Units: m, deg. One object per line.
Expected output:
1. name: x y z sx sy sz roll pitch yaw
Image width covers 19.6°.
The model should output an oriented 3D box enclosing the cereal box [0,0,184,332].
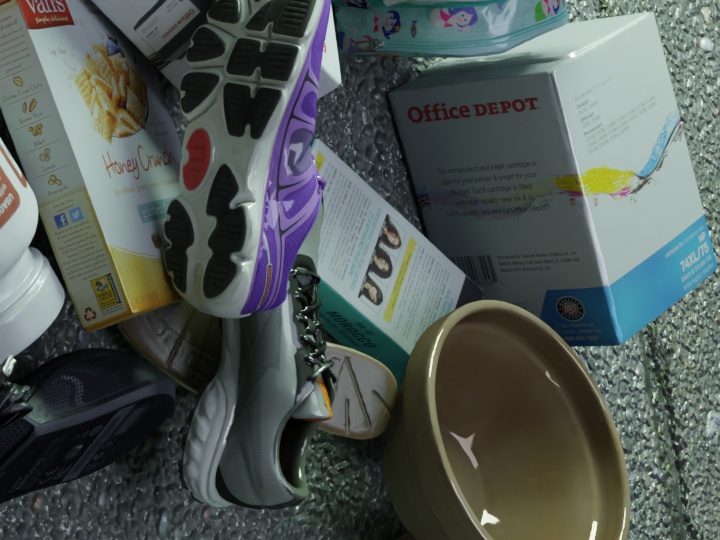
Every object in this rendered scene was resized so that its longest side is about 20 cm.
1. cereal box: -0.146 -0.073 1.174 0.200 0.039 0.144 70 20 -2

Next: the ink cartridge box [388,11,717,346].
1. ink cartridge box: 0.139 -0.064 1.486 0.146 0.147 0.200 -32 112 -45

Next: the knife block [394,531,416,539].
1. knife block: 0.067 0.200 1.447 0.200 0.064 0.176 40 58 -40

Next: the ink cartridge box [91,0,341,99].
1. ink cartridge box: -0.102 -0.194 1.222 0.200 0.084 0.145 46 25 -38

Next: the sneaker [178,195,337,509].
1. sneaker: -0.044 0.044 1.219 0.074 0.079 0.201 14 86 -63

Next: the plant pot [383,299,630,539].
1. plant pot: 0.082 0.128 1.374 0.201 0.093 0.201 27 50 -38

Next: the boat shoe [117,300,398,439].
1. boat shoe: -0.072 0.053 1.297 0.200 0.065 0.072 24 78 -26

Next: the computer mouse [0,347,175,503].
1. computer mouse: -0.180 0.080 1.146 0.053 0.139 0.200 50 28 17

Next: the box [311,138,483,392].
1. box: 0.000 0.000 1.393 0.200 0.049 0.082 42 58 -39

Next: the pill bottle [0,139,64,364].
1. pill bottle: -0.238 -0.046 1.073 0.112 0.112 0.200 -51 124 -38

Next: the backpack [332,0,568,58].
1. backpack: 0.069 -0.219 1.375 0.177 0.200 0.151 -27 107 -48

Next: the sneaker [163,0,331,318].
1. sneaker: -0.055 -0.073 1.163 0.083 0.081 0.200 8 96 -54
